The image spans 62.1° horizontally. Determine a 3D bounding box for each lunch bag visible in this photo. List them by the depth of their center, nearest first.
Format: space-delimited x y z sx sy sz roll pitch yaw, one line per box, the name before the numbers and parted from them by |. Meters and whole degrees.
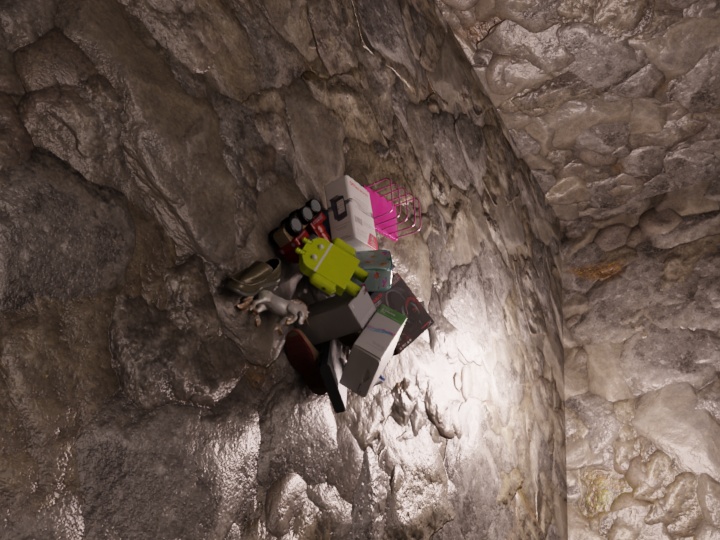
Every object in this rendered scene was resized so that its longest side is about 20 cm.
lunch bag | 0.000 0.000 1.674 0.161 0.195 0.079 -91 179 -69

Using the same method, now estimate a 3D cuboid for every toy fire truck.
toy fire truck | -0.144 -0.064 1.652 0.201 0.127 0.176 54 38 -12

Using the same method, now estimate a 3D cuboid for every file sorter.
file sorter | 0.111 -0.212 2.062 0.199 0.124 0.142 23 58 -50

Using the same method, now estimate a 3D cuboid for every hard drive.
hard drive | -0.070 0.266 1.602 0.201 0.032 0.142 -89 161 -70

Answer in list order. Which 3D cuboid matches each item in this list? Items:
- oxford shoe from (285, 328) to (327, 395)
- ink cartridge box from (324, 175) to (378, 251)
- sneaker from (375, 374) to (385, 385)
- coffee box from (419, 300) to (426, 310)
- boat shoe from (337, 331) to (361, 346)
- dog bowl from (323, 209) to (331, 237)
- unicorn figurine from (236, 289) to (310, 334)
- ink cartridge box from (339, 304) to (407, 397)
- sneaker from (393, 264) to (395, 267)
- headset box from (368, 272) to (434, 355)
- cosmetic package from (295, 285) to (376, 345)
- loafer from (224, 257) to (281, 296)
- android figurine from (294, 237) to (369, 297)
oxford shoe | -0.138 0.230 1.580 0.075 0.069 0.203 -67 139 -60
ink cartridge box | -0.027 -0.155 1.764 0.144 0.083 0.204 27 49 -57
sneaker | 0.012 0.318 1.763 0.070 0.078 0.200 43 1 26
coffee box | 0.132 0.155 1.865 0.200 0.111 0.082 134 -58 -78
boat shoe | -0.001 0.184 1.736 0.199 0.072 0.064 27 49 -49
dog bowl | -0.067 -0.098 1.821 0.111 0.049 0.205 -8 84 -56
unicorn figurine | -0.198 0.100 1.484 0.199 0.074 0.138 37 28 -13
ink cartridge box | 0.035 0.207 1.559 0.086 0.147 0.200 25 36 9
sneaker | 0.024 0.001 1.809 0.113 0.077 0.199 35 31 7
headset box | 0.092 0.118 1.717 0.148 0.075 0.201 -36 88 -19
cosmetic package | -0.066 0.123 1.598 0.091 0.197 0.107 63 36 -15
loafer | -0.258 0.008 1.460 0.199 0.074 0.071 -29 140 -64
android figurine | -0.076 -0.014 1.535 0.198 0.041 0.183 33 43 -1
